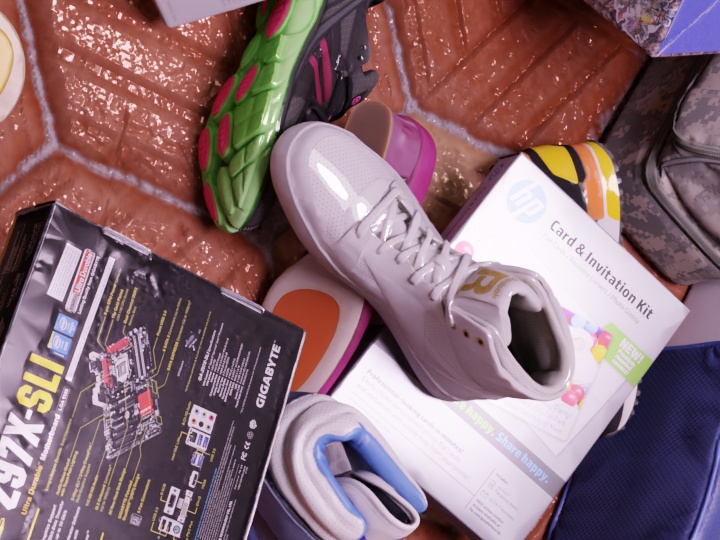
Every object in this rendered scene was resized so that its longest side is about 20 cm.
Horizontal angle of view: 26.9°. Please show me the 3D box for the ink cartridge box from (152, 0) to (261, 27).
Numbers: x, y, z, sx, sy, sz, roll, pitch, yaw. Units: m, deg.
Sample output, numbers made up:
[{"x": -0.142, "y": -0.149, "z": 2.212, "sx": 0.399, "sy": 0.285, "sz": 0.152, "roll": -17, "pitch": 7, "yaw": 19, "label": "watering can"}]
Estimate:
[{"x": -0.034, "y": -0.215, "z": 0.798, "sx": 0.200, "sy": 0.160, "sz": 0.047, "roll": -18, "pitch": 66, "yaw": 0, "label": "ink cartridge box"}]

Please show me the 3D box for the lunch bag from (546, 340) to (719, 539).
[{"x": 0.228, "y": 0.163, "z": 1.010, "sx": 0.132, "sy": 0.136, "sz": 0.200, "roll": 35, "pitch": 67, "yaw": -27, "label": "lunch bag"}]

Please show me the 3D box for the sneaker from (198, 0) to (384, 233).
[{"x": -0.032, "y": -0.109, "z": 0.890, "sx": 0.084, "sy": 0.077, "sz": 0.200, "roll": 31, "pitch": 71, "yaw": -28, "label": "sneaker"}]

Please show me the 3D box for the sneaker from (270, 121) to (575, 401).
[{"x": 0.043, "y": -0.006, "z": 0.825, "sx": 0.074, "sy": 0.116, "sz": 0.200, "roll": -50, "pitch": 113, "yaw": -23, "label": "sneaker"}]

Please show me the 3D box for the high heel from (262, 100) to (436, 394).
[{"x": 0.000, "y": 0.000, "z": 0.920, "sx": 0.200, "sy": 0.067, "sz": 0.096, "roll": -68, "pitch": 155, "yaw": -2, "label": "high heel"}]

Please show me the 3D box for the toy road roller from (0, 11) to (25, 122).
[{"x": -0.273, "y": -0.091, "z": 0.695, "sx": 0.200, "sy": 0.123, "sz": 0.146, "roll": 27, "pitch": 85, "yaw": -30, "label": "toy road roller"}]

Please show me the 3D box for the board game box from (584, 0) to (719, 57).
[{"x": 0.201, "y": -0.234, "z": 0.986, "sx": 0.159, "sy": 0.200, "sz": 0.097, "roll": -9, "pitch": 133, "yaw": -36, "label": "board game box"}]

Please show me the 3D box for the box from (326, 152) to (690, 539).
[{"x": 0.089, "y": 0.053, "z": 0.936, "sx": 0.156, "sy": 0.041, "sz": 0.200, "roll": 42, "pitch": 77, "yaw": -12, "label": "box"}]

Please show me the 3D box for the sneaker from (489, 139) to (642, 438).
[{"x": 0.129, "y": 0.015, "z": 1.007, "sx": 0.090, "sy": 0.070, "sz": 0.201, "roll": -5, "pitch": 90, "yaw": -17, "label": "sneaker"}]

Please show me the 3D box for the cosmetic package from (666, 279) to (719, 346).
[{"x": 0.317, "y": 0.018, "z": 1.124, "sx": 0.113, "sy": 0.081, "sz": 0.200, "roll": 46, "pitch": 63, "yaw": -22, "label": "cosmetic package"}]

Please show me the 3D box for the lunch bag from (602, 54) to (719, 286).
[{"x": 0.285, "y": -0.101, "z": 1.058, "sx": 0.139, "sy": 0.168, "sz": 0.200, "roll": 46, "pitch": 61, "yaw": -23, "label": "lunch bag"}]

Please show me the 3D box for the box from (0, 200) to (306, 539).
[{"x": -0.123, "y": 0.090, "z": 0.727, "sx": 0.160, "sy": 0.049, "sz": 0.200, "roll": 28, "pitch": 68, "yaw": -32, "label": "box"}]

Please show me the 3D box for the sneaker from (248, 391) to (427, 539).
[{"x": -0.016, "y": 0.164, "z": 0.829, "sx": 0.080, "sy": 0.146, "sz": 0.200, "roll": -18, "pitch": 96, "yaw": -35, "label": "sneaker"}]
